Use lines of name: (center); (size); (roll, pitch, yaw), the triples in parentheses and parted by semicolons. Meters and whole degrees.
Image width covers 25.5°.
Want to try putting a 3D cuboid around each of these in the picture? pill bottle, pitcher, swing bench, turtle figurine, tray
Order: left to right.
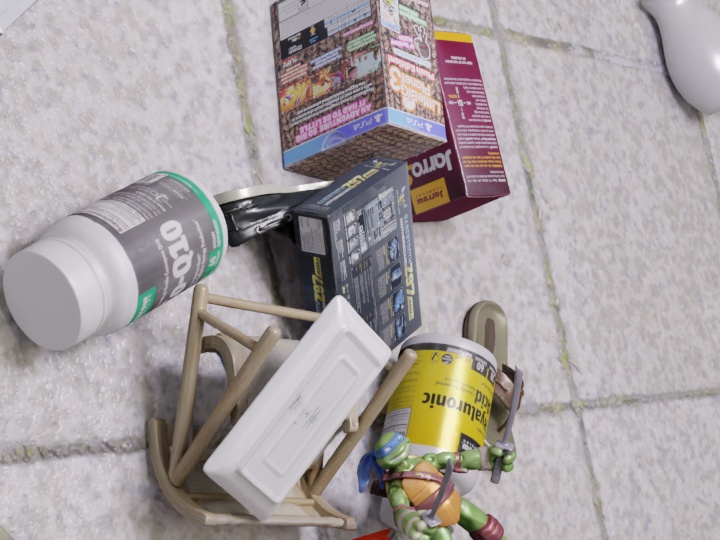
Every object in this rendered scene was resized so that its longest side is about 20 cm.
pill bottle: (-0.222, -0.009, 1.448); (0.200, 0.113, 0.113); (-34, 101, -48)
swing bench: (-0.082, 0.137, 1.519); (0.199, 0.130, 0.201); (12, 101, -46)
tray: (-0.049, 0.129, 1.439); (0.200, 0.022, 0.107); (-52, 134, -11)
pill bottle: (0.078, 0.178, 1.707); (0.111, 0.111, 0.201); (33, 58, -36)
turtle figurine: (0.106, 0.234, 1.550); (0.194, 0.200, 0.144); (57, 22, -15)
pitcher: (0.521, -0.343, 2.422); (0.200, 0.121, 0.171); (61, 24, 6)

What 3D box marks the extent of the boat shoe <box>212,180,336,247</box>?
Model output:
boat shoe: (-0.069, -0.056, 1.669); (0.199, 0.074, 0.066); (-6, 83, -50)

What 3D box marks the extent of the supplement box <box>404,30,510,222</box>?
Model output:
supplement box: (0.088, -0.166, 1.858); (0.085, 0.110, 0.201); (-5, 78, -48)

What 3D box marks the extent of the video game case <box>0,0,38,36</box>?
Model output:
video game case: (-0.358, -0.337, 1.478); (0.200, 0.045, 0.181); (53, 44, -20)

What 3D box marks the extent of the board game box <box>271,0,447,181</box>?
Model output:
board game box: (-0.004, -0.218, 1.739); (0.097, 0.159, 0.201); (12, 67, -45)

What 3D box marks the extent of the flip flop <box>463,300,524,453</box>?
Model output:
flip flop: (0.162, 0.127, 1.865); (0.081, 0.057, 0.201); (24, 58, -40)

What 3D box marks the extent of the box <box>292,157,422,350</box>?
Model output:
box: (0.000, 0.000, 1.683); (0.158, 0.051, 0.201); (-37, 129, -47)

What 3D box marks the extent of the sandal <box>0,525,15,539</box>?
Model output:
sandal: (-0.283, 0.258, 1.316); (0.201, 0.057, 0.080); (47, 46, -25)

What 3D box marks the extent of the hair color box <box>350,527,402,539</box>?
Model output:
hair color box: (0.004, 0.353, 1.495); (0.111, 0.064, 0.200); (53, 40, -17)
